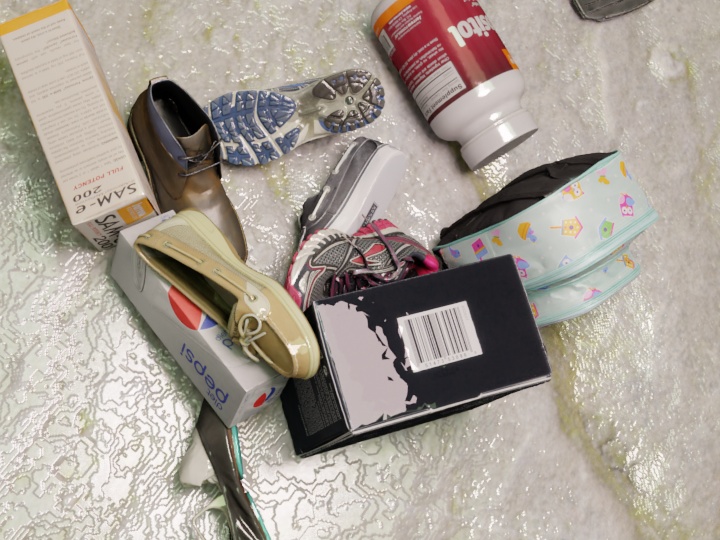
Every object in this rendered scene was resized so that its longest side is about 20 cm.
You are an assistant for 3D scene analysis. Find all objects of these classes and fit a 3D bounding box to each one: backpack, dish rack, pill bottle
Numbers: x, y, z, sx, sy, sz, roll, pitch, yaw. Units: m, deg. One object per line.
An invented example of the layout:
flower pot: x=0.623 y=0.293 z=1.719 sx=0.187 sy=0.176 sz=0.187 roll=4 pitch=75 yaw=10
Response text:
backpack: x=0.194 y=-0.030 z=1.100 sx=0.175 sy=0.200 sz=0.154 roll=-29 pitch=84 yaw=-33
dish rack: x=0.284 y=-0.403 z=1.324 sx=0.153 sy=0.055 sz=0.201 roll=-25 pitch=83 yaw=-21
pill bottle: x=0.105 y=-0.215 z=1.183 sx=0.113 sy=0.113 sz=0.201 roll=-29 pitch=85 yaw=-22

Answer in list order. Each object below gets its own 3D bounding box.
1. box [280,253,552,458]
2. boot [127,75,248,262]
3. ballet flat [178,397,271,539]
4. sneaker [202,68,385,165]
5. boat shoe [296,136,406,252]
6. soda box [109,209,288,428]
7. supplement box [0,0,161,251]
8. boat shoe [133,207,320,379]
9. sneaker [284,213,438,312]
box: x=0.038 y=0.085 z=1.032 sx=0.199 sy=0.197 sz=0.125 roll=-13 pitch=78 yaw=-20
boot: x=-0.166 y=-0.093 z=1.074 sx=0.074 sy=0.097 sz=0.201 roll=-30 pitch=85 yaw=-22
ballet flat: x=-0.128 y=0.204 z=1.020 sx=0.068 sy=0.068 sz=0.201 roll=-16 pitch=80 yaw=-12
sneaker: x=-0.072 y=-0.159 z=1.141 sx=0.198 sy=0.085 sz=0.078 roll=-10 pitch=102 yaw=1
boat shoe: x=-0.030 y=-0.049 z=1.123 sx=0.068 sy=0.072 sz=0.201 roll=26 pitch=81 yaw=27
soda box: x=-0.149 y=0.042 z=1.023 sx=0.063 sy=0.068 sz=0.200 roll=-27 pitch=68 yaw=-38
supplement box: x=-0.260 y=-0.131 z=1.035 sx=0.073 sy=0.126 sz=0.201 roll=-23 pitch=81 yaw=-6
boat shoe: x=-0.115 y=0.027 z=0.957 sx=0.063 sy=0.073 sz=0.201 roll=-30 pitch=67 yaw=-33
sneaker: x=0.000 y=0.000 z=1.063 sx=0.074 sy=0.081 sz=0.199 roll=30 pitch=33 yaw=28
